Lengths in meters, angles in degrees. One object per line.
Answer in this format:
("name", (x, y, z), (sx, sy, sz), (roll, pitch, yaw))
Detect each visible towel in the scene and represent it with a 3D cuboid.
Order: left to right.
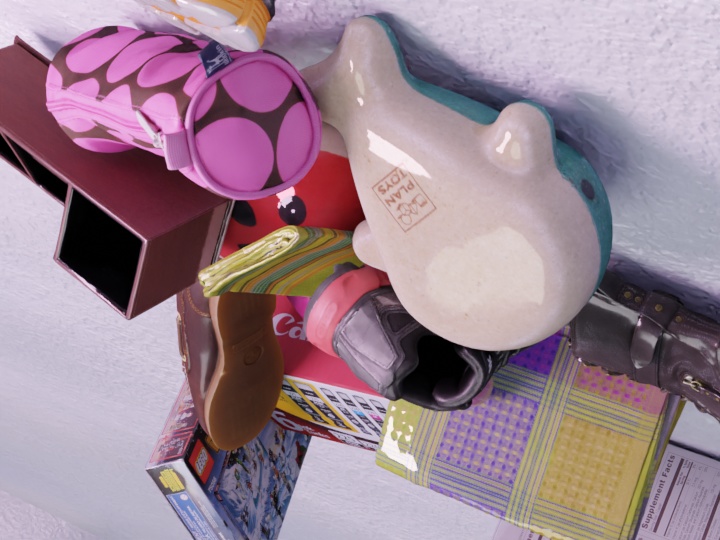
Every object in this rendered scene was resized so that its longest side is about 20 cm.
("towel", (0.000, 0.000, 0.992), (0.086, 0.018, 0.200), (-25, 160, 38))
("towel", (0.117, 0.105, 1.112), (0.200, 0.144, 0.023), (17, 180, 21))

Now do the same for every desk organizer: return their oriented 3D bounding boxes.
("desk organizer", (-0.183, -0.060, 1.013), (0.200, 0.077, 0.072), (36, 130, 21))

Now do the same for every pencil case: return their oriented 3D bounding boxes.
("pencil case", (-0.109, -0.093, 0.904), (0.200, 0.094, 0.091), (18, 132, 56))

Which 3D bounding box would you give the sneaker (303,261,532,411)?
("sneaker", (0.065, 0.040, 0.975), (0.200, 0.071, 0.098), (-4, -140, -40))

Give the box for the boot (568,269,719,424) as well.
("boot", (0.217, 0.069, 1.023), (0.174, 0.069, 0.200), (19, 151, 26))

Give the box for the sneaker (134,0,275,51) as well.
("sneaker", (-0.087, -0.164, 0.797), (0.078, 0.077, 0.200), (26, -178, -37))

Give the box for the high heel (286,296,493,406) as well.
("high heel", (-0.003, 0.034, 1.106), (0.200, 0.067, 0.096), (40, -169, 32))

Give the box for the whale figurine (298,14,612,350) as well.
("whale figurine", (0.054, -0.054, 0.883), (0.200, 0.104, 0.159), (49, 134, -2))

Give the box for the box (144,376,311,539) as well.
("box", (-0.102, 0.142, 1.329), (0.040, 0.200, 0.137), (-15, 120, 24))

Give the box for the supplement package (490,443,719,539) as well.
("supplement package", (0.220, 0.226, 1.261), (0.200, 0.151, 0.152), (18, 159, 20))

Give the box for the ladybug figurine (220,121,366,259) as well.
("ladybug figurine", (-0.046, -0.043, 1.032), (0.136, 0.072, 0.200), (36, 157, -24))

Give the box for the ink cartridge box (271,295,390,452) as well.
("ink cartridge box", (-0.015, 0.070, 1.255), (0.200, 0.084, 0.176), (9, 154, 39))

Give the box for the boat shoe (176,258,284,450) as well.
("boat shoe", (-0.100, 0.047, 1.182), (0.070, 0.070, 0.200), (42, 143, 33))
